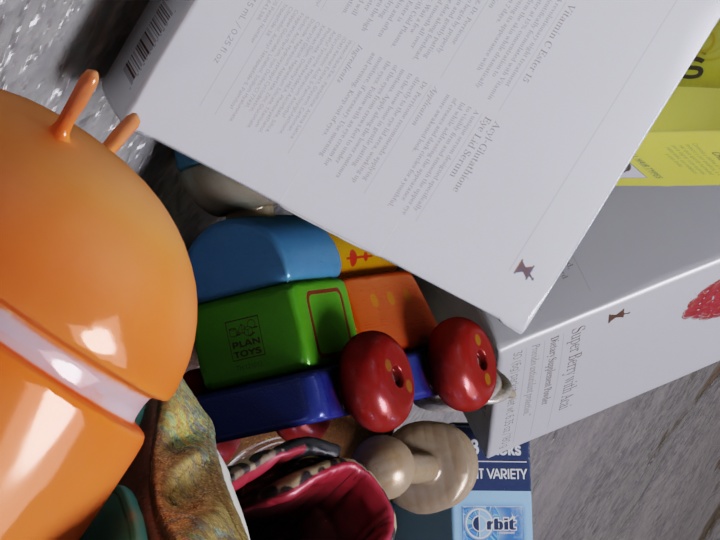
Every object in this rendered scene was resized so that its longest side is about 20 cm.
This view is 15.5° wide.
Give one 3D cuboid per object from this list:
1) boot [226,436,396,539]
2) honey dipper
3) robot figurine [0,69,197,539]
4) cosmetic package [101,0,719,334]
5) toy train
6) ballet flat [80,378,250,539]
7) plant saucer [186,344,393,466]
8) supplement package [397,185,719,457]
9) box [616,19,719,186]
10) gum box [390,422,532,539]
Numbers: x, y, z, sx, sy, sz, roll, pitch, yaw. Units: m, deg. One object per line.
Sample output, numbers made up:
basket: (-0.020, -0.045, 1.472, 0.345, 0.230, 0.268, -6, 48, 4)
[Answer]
boot: (-0.045, 0.107, 0.901, 0.150, 0.073, 0.200, -31, 168, 40)
honey dipper: (0.018, 0.076, 0.992, 0.038, 0.038, 0.200, -57, 172, 2)
robot figurine: (-0.119, 0.037, 0.676, 0.144, 0.117, 0.200, 36, 88, -41)
cosmetic package: (0.036, -0.102, 0.809, 0.200, 0.151, 0.052, -58, -160, 9)
toy train: (0.000, 0.000, 0.956, 0.200, 0.085, 0.116, -7, 85, -64)
ballet flat: (-0.057, 0.078, 0.738, 0.071, 0.071, 0.200, -59, -163, 11)
plant saucer: (-0.052, 0.080, 1.032, 0.200, 0.032, 0.200, -34, 148, -25)
supplement package: (0.121, -0.027, 1.127, 0.200, 0.120, 0.121, -22, 156, -10)
box: (0.099, -0.069, 0.887, 0.050, 0.200, 0.075, 35, 64, -50)
gum box: (0.026, 0.178, 1.213, 0.170, 0.044, 0.200, 157, -68, -65)
